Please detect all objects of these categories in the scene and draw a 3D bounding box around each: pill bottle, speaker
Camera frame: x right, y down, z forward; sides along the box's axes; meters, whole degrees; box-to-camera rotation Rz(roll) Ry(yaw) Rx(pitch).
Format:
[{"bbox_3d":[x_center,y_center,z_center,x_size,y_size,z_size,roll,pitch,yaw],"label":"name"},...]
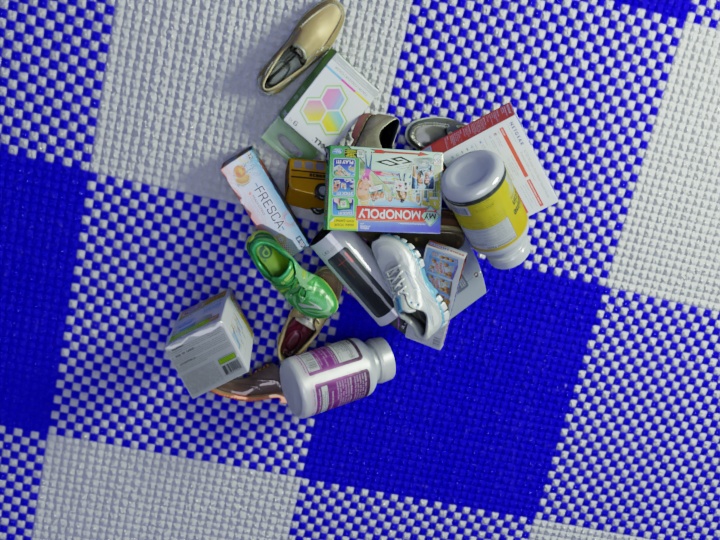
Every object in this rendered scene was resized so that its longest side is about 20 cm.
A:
[{"bbox_3d":[0.219,-0.097,1.425,0.111,0.112,0.201,-32,130,3],"label":"pill bottle"},{"bbox_3d":[-0.039,0.188,1.542,0.197,0.112,0.114,-15,107,-25],"label":"pill bottle"},{"bbox_3d":[0.000,0.000,1.500,0.081,0.081,0.200,-39,104,5],"label":"speaker"}]

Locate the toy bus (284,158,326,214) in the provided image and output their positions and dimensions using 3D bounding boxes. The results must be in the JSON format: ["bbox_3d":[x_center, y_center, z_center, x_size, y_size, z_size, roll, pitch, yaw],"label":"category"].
[{"bbox_3d":[-0.033,-0.144,1.487,0.197,0.065,0.080,4,67,-11],"label":"toy bus"}]

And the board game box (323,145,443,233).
[{"bbox_3d":[0.039,-0.131,1.386,0.197,0.029,0.137,1,93,-17],"label":"board game box"}]

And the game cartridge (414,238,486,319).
[{"bbox_3d":[0.140,-0.016,1.536,0.132,0.041,0.201,-33,101,-4],"label":"game cartridge"}]

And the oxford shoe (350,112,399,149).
[{"bbox_3d":[0.012,-0.177,1.415,0.070,0.074,0.203,33,67,-50],"label":"oxford shoe"}]

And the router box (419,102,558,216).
[{"bbox_3d":[0.227,-0.165,1.480,0.178,0.049,0.201,-25,124,16],"label":"router box"}]

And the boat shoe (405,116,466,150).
[{"bbox_3d":[0.179,-0.228,1.505,0.198,0.060,0.073,12,103,-9],"label":"boat shoe"}]

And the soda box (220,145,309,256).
[{"bbox_3d":[-0.168,-0.117,1.496,0.068,0.064,0.202,-30,106,3],"label":"soda box"}]

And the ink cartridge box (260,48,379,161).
[{"bbox_3d":[-0.071,-0.270,1.462,0.103,0.059,0.201,37,98,-23],"label":"ink cartridge box"}]

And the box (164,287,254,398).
[{"bbox_3d":[-0.259,0.122,1.477,0.111,0.200,0.102,-25,105,3],"label":"box"}]

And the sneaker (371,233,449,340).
[{"bbox_3d":[0.078,0.031,1.438,0.075,0.087,0.201,-29,100,38],"label":"sneaker"}]

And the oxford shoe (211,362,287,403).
[{"bbox_3d":[-0.187,0.208,1.583,0.197,0.071,0.074,4,87,-14],"label":"oxford shoe"}]

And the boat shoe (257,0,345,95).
[{"bbox_3d":[-0.097,-0.375,1.431,0.071,0.076,0.201,38,97,-13],"label":"boat shoe"}]

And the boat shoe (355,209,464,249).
[{"bbox_3d":[0.084,-0.082,1.472,0.197,0.068,0.072,7,146,-6],"label":"boat shoe"}]

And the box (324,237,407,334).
[{"bbox_3d":[0.046,0.005,1.564,0.199,0.036,0.144,35,98,-14],"label":"box"}]

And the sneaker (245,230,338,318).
[{"bbox_3d":[-0.123,0.016,1.456,0.200,0.084,0.074,42,98,-10],"label":"sneaker"}]

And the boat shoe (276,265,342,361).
[{"bbox_3d":[-0.093,0.086,1.538,0.073,0.067,0.202,26,110,-6],"label":"boat shoe"}]

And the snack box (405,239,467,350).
[{"bbox_3d":[0.132,0.046,1.488,0.071,0.024,0.202,20,125,14],"label":"snack box"}]
